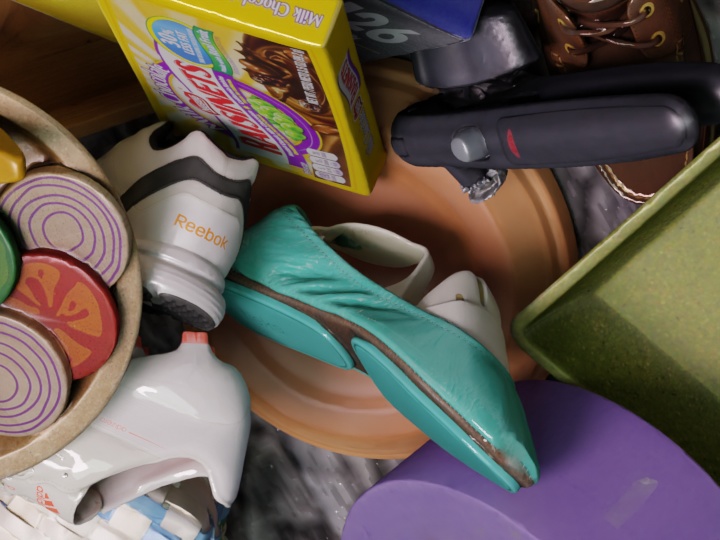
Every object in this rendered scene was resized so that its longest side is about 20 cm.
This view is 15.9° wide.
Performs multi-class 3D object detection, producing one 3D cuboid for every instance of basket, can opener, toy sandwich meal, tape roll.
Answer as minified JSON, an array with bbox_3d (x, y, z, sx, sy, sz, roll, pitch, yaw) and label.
[{"bbox_3d":[-0.144,0.160,1.226,0.139,0.176,0.200,34,107,-3],"label":"basket"},{"bbox_3d":[0.077,-0.064,1.057,0.200,0.063,0.079,12,135,57],"label":"can opener"},{"bbox_3d":[-0.188,0.013,1.029,0.204,0.070,0.206,0,112,1],"label":"toy sandwich meal"},{"bbox_3d":[0.090,0.154,1.141,0.200,0.085,0.200,32,141,30],"label":"tape roll"}]

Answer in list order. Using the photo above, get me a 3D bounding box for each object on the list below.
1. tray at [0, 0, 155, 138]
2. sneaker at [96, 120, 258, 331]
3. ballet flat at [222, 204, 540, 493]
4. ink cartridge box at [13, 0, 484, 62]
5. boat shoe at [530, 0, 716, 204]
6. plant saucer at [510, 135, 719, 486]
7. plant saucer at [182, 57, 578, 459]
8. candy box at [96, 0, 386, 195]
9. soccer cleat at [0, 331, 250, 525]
[{"bbox_3d":[-0.156,-0.100,1.113,0.037,0.200,0.099,19,122,46],"label":"tray"},{"bbox_3d":[-0.096,-0.024,1.153,0.074,0.200,0.080,25,84,-26],"label":"sneaker"},{"bbox_3d":[0.016,0.021,1.100,0.200,0.070,0.067,31,164,40],"label":"ballet flat"},{"bbox_3d":[-0.050,-0.132,1.039,0.200,0.197,0.047,-6,71,43],"label":"ink cartridge box"},{"bbox_3d":[0.102,-0.116,1.093,0.072,0.068,0.201,-7,110,20],"label":"boat shoe"},{"bbox_3d":[0.201,0.015,1.115,0.200,0.048,0.200,39,118,-16],"label":"plant saucer"},{"bbox_3d":[0.000,0.000,1.192,0.199,0.037,0.201,6,114,14],"label":"plant saucer"},{"bbox_3d":[-0.048,-0.082,1.057,0.102,0.200,0.026,20,78,10],"label":"candy box"},{"bbox_3d":[-0.146,0.073,1.117,0.199,0.069,0.078,-5,75,8],"label":"soccer cleat"}]
